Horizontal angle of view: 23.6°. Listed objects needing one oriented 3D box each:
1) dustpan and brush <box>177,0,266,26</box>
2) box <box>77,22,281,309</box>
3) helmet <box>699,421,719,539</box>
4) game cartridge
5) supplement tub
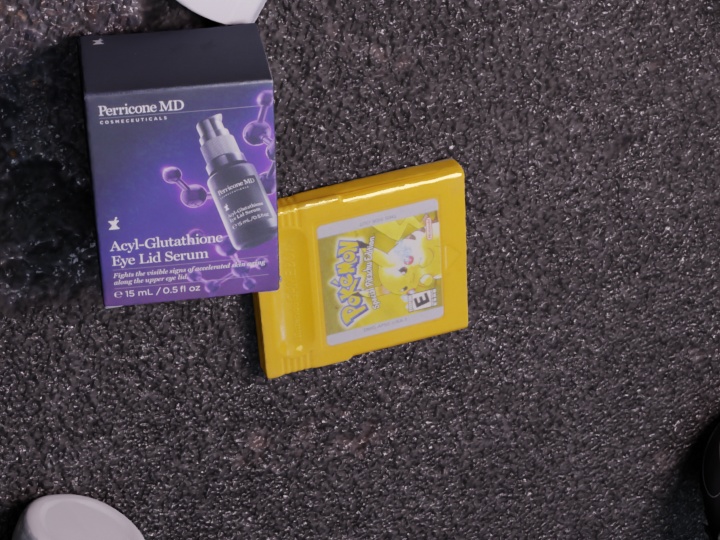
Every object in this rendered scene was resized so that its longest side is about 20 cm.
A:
[{"bbox_3d":[-0.150,-0.270,1.311,0.200,0.057,0.140,8,128,-35],"label":"dustpan and brush"},{"bbox_3d":[-0.144,-0.084,1.373,0.148,0.104,0.200,-7,125,-8],"label":"box"},{"bbox_3d":[0.454,0.213,1.786,0.200,0.191,0.200,9,138,8],"label":"helmet"},{"bbox_3d":[0.000,0.000,1.551,0.200,0.032,0.176,-15,124,-16],"label":"game cartridge"},{"bbox_3d":[-0.282,0.313,1.563,0.122,0.123,0.200,14,113,-30],"label":"supplement tub"}]
